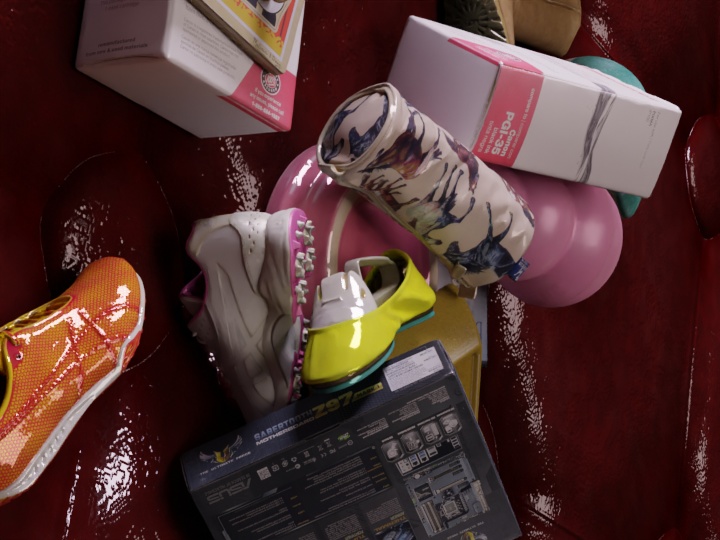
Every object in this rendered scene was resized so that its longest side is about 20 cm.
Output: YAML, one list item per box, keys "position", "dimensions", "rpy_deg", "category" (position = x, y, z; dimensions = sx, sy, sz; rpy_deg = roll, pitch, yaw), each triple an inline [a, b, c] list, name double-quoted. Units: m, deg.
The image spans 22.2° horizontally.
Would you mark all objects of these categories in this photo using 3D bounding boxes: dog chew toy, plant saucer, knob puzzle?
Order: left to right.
- position: [-0.073, -0.257, 1.195]
  dimensions: [0.219, 0.030, 0.221]
  rpy_deg: [11, 76, -55]
  category: "knob puzzle"
- position: [0.000, 0.000, 1.417]
  dimensions: [0.200, 0.051, 0.202]
  rpy_deg: [3, 86, -54]
  category: "plant saucer"
- position: [0.035, 0.137, 1.409]
  dimensions: [0.200, 0.048, 0.201]
  rpy_deg: [-31, 130, -49]
  category: "plant saucer"
- position: [0.136, -0.040, 1.563]
  dimensions: [0.199, 0.124, 0.125]
  rpy_deg: [19, 71, -49]
  category: "dog chew toy"

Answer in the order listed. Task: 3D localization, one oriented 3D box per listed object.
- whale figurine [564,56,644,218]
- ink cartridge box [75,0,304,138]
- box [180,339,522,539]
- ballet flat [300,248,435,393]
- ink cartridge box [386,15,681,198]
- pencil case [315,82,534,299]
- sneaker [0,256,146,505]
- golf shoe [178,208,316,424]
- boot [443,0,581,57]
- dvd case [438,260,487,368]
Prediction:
- position: [0.246, -0.126, 1.794]
  dimensions: [0.200, 0.103, 0.160]
  rpy_deg: [42, 52, -49]
  category: "whale figurine"
- position: [-0.106, -0.208, 1.241]
  dimensions: [0.145, 0.084, 0.201]
  rpy_deg: [28, 66, -54]
  category: "ink cartridge box"
- position: [-0.004, 0.157, 1.277]
  dimensions: [0.051, 0.199, 0.158]
  rpy_deg: [-114, 179, -59]
  category: "box"
- position: [-0.001, 0.028, 1.293]
  dimensions: [0.200, 0.066, 0.067]
  rpy_deg: [-35, 107, -65]
  category: "ballet flat"
- position: [0.140, -0.132, 1.506]
  dimensions: [0.199, 0.146, 0.083]
  rpy_deg: [11, 105, -34]
  category: "ink cartridge box"
- position: [0.049, -0.060, 1.374]
  dimensions: [0.200, 0.078, 0.090]
  rpy_deg: [37, 65, -40]
  category: "pencil case"
- position: [-0.190, 0.051, 1.096]
  dimensions: [0.077, 0.073, 0.200]
  rpy_deg: [57, 39, -25]
  category: "sneaker"
- position: [-0.080, 0.042, 1.284]
  dimensions: [0.075, 0.091, 0.201]
  rpy_deg: [-80, 174, -59]
  category: "golf shoe"
- position: [0.146, -0.217, 1.676]
  dimensions: [0.200, 0.066, 0.176]
  rpy_deg: [2, 86, -60]
  category: "boot"
- position: [0.071, -0.019, 1.578]
  dimensions: [0.142, 0.017, 0.201]
  rpy_deg: [9, 80, -59]
  category: "dvd case"
